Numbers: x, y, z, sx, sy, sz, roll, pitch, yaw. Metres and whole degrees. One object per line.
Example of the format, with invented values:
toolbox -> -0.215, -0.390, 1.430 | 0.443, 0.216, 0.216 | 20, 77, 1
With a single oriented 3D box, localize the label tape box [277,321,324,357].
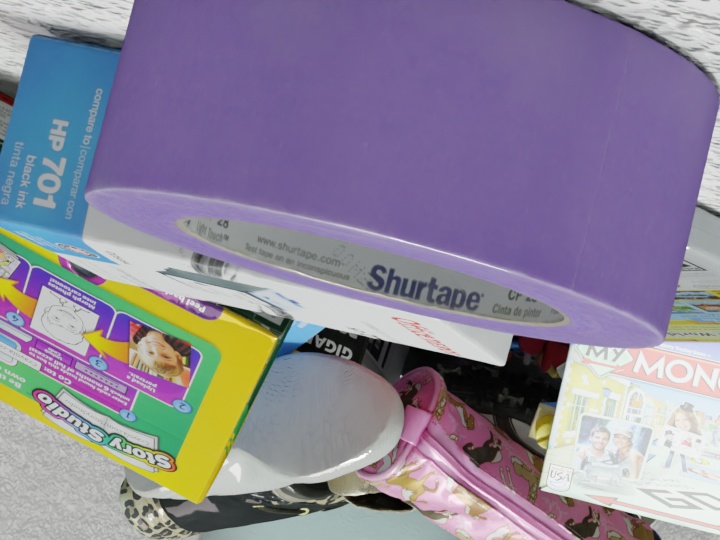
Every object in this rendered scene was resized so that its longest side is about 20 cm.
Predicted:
label tape box -> -0.135, 0.027, 1.269 | 0.199, 0.064, 0.144 | 27, 159, -11

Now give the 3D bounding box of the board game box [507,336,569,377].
board game box -> 0.111, 0.048, 1.459 | 0.157, 0.039, 0.200 | 13, 173, 5

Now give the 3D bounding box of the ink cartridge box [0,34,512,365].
ink cartridge box -> -0.035, -0.028, 0.941 | 0.199, 0.086, 0.146 | 13, 174, 17

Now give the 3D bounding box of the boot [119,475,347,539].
boot -> -0.054, 0.136, 1.537 | 0.153, 0.074, 0.203 | -17, 172, 30

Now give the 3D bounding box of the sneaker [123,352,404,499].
sneaker -> -0.043, 0.099, 1.328 | 0.199, 0.076, 0.088 | -12, 159, 37

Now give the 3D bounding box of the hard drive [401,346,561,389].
hard drive -> 0.095, 0.080, 1.551 | 0.135, 0.042, 0.200 | 19, -171, -33

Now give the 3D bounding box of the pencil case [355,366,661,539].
pencil case -> 0.087, 0.139, 1.335 | 0.200, 0.083, 0.086 | 36, 134, -19

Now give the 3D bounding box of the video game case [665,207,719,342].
video game case -> 0.127, 0.004, 1.061 | 0.199, 0.023, 0.182 | -1, 164, 43

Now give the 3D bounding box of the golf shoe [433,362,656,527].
golf shoe -> 0.116, 0.118, 1.404 | 0.199, 0.095, 0.078 | 14, -164, -14

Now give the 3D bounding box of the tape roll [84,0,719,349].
tape roll -> 0.014, -0.039, 0.744 | 0.199, 0.085, 0.200 | 15, 173, 2

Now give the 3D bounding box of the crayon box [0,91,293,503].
crayon box -> -0.139, 0.014, 1.118 | 0.199, 0.058, 0.173 | 28, 143, 0

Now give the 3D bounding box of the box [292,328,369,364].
box -> -0.100, 0.037, 1.432 | 0.159, 0.050, 0.200 | 22, 162, -17

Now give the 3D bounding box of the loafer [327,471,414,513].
loafer -> 0.021, 0.124, 1.444 | 0.076, 0.068, 0.200 | 4, 169, 29

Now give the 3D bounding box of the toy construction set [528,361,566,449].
toy construction set -> 0.210, 0.109, 1.336 | 0.200, 0.131, 0.092 | 39, -161, -22

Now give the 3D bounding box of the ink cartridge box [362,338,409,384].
ink cartridge box -> -0.043, 0.020, 1.463 | 0.099, 0.039, 0.200 | 12, 161, 23

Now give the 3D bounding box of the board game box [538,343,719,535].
board game box -> 0.209, 0.088, 1.248 | 0.199, 0.135, 0.029 | 13, -146, 7
